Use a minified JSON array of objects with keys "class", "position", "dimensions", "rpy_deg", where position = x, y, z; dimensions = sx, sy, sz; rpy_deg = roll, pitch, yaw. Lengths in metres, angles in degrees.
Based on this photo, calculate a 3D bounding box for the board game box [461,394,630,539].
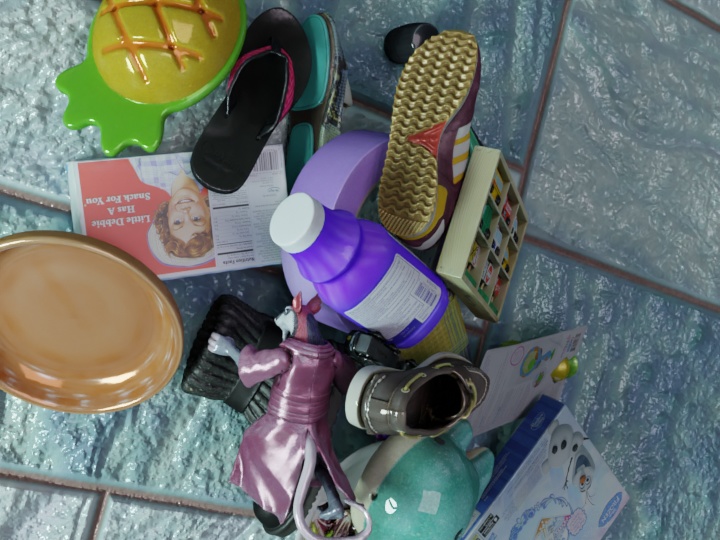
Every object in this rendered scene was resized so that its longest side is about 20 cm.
[{"class":"board game box","position":[0.212,0.286,0.969],"dimensions":[0.200,0.043,0.200],"rpy_deg":[-48,121,-14]}]

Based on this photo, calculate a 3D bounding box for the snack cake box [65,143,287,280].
[{"class":"snack cake box","position":[-0.168,-0.054,0.779],"dimensions":[0.197,0.067,0.117],"rpy_deg":[-8,99,-24]}]

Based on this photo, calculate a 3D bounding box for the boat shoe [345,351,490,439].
[{"class":"boat shoe","position":[0.068,0.115,0.742],"dimensions":[0.198,0.059,0.073],"rpy_deg":[6,94,-53]}]

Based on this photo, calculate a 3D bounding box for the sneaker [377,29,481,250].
[{"class":"sneaker","position":[0.070,-0.120,0.770],"dimensions":[0.090,0.074,0.203],"rpy_deg":[30,77,-66]}]

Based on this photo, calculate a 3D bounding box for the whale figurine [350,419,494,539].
[{"class":"whale figurine","position":[0.082,0.226,0.822],"dimensions":[0.199,0.103,0.161],"rpy_deg":[13,106,-51]}]

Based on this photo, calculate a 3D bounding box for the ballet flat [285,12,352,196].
[{"class":"ballet flat","position":[-0.040,-0.155,0.841],"dimensions":[0.073,0.074,0.204],"rpy_deg":[7,92,-24]}]

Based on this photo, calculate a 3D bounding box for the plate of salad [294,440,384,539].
[{"class":"plate of salad","position":[0.014,0.279,0.873],"dimensions":[0.198,0.048,0.204],"rpy_deg":[-15,114,-37]}]

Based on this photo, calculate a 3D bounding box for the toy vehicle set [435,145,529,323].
[{"class":"toy vehicle set","position":[0.129,-0.029,0.834],"dimensions":[0.200,0.026,0.126],"rpy_deg":[38,68,-66]}]

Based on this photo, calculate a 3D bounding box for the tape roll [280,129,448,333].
[{"class":"tape roll","position":[0.014,-0.036,0.826],"dimensions":[0.198,0.065,0.204],"rpy_deg":[-18,116,-43]}]

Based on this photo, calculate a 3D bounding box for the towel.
[{"class":"towel","position":[0.061,0.118,0.873],"dimensions":[0.143,0.023,0.201],"rpy_deg":[-39,138,-16]}]

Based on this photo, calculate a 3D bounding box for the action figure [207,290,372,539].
[{"class":"action figure","position":[-0.060,0.119,0.720],"dimensions":[0.132,0.149,0.204],"rpy_deg":[1,103,-21]}]

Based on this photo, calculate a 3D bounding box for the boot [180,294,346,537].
[{"class":"boot","position":[-0.108,0.144,0.814],"dimensions":[0.156,0.079,0.215],"rpy_deg":[20,81,-27]}]

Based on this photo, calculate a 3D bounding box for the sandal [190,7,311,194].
[{"class":"sandal","position":[-0.094,-0.163,0.761],"dimensions":[0.074,0.045,0.203],"rpy_deg":[25,66,-11]}]

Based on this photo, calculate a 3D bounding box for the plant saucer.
[{"class":"plant saucer","position":[-0.251,0.044,0.714],"dimensions":[0.196,0.038,0.203],"rpy_deg":[-1,128,-1]}]

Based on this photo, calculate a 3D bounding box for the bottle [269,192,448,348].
[{"class":"bottle","position":[0.000,0.000,0.720],"dimensions":[0.084,0.065,0.199],"rpy_deg":[-48,136,6]}]

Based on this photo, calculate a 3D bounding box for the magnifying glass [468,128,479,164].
[{"class":"magnifying glass","position":[0.129,-0.104,0.885],"dimensions":[0.199,0.022,0.081],"rpy_deg":[28,57,-55]}]

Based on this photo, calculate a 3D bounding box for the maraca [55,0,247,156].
[{"class":"maraca","position":[-0.186,-0.196,0.738],"dimensions":[0.136,0.107,0.201],"rpy_deg":[32,80,10]}]

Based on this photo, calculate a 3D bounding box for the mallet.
[{"class":"mallet","position":[0.092,-0.186,0.912],"dimensions":[0.041,0.066,0.201],"rpy_deg":[-45,124,-14]}]

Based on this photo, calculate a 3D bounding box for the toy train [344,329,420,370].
[{"class":"toy train","position":[0.042,0.105,0.793],"dimensions":[0.200,0.045,0.035],"rpy_deg":[43,66,-48]}]

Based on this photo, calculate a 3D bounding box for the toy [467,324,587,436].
[{"class":"toy","position":[0.175,0.117,0.940],"dimensions":[0.198,0.047,0.117],"rpy_deg":[-4,119,-41]}]
